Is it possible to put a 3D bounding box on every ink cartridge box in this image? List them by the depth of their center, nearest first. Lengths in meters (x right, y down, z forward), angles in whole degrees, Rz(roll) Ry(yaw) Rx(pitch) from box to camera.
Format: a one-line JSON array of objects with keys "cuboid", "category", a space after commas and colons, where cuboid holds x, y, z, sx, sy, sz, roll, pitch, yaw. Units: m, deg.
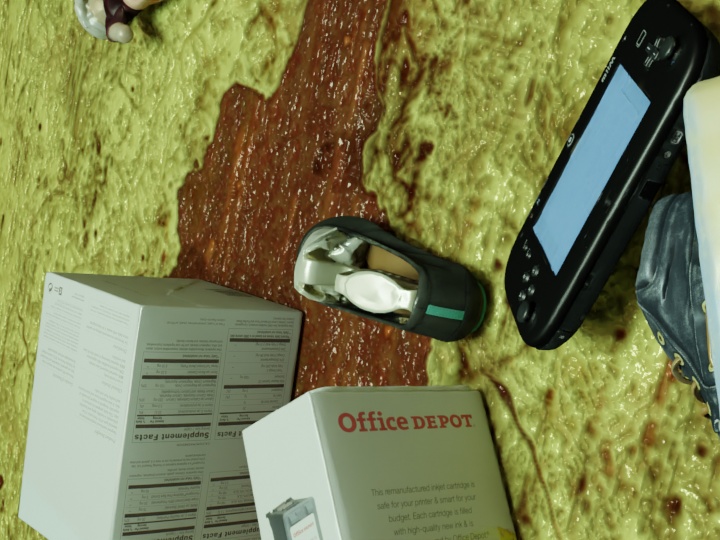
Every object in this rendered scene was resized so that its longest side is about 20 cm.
[{"cuboid": [0.022, 0.179, 0.741, 0.085, 0.147, 0.202, -33, 62, 42], "category": "ink cartridge box"}]

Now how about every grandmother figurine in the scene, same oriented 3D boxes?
[{"cuboid": [-0.203, -0.258, 1.119, 0.199, 0.060, 0.122, -14, 50, 52], "category": "grandmother figurine"}]

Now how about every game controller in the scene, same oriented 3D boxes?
[{"cuboid": [0.135, -0.054, 0.687, 0.201, 0.042, 0.105, -64, 24, 24], "category": "game controller"}]

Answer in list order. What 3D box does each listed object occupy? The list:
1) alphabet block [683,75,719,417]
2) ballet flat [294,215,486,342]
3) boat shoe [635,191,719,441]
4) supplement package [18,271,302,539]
[{"cuboid": [0.259, 0.008, 0.432, 0.199, 0.195, 0.198, -15, 78, 48], "category": "alphabet block"}, {"cuboid": [0.000, 0.000, 0.841, 0.199, 0.068, 0.069, 15, 99, 50], "category": "ballet flat"}, {"cuboid": [0.190, 0.052, 0.614, 0.091, 0.070, 0.202, -9, 74, 51], "category": "boat shoe"}, {"cuboid": [-0.158, 0.114, 0.960, 0.151, 0.150, 0.202, 14, 98, 49], "category": "supplement package"}]
